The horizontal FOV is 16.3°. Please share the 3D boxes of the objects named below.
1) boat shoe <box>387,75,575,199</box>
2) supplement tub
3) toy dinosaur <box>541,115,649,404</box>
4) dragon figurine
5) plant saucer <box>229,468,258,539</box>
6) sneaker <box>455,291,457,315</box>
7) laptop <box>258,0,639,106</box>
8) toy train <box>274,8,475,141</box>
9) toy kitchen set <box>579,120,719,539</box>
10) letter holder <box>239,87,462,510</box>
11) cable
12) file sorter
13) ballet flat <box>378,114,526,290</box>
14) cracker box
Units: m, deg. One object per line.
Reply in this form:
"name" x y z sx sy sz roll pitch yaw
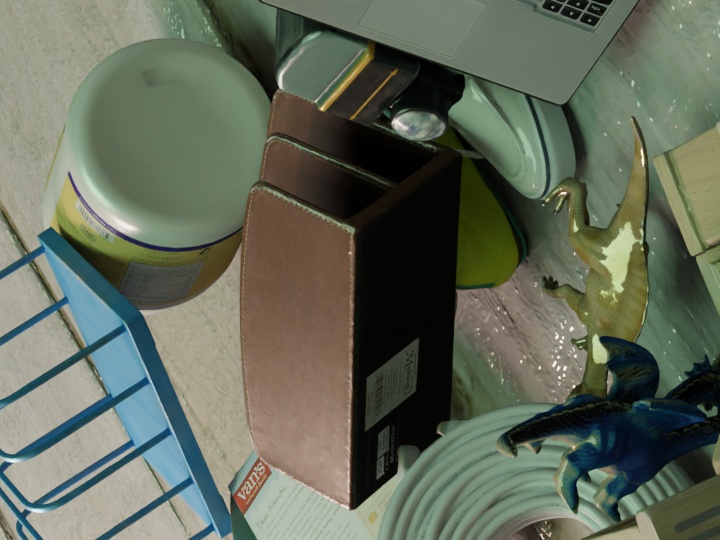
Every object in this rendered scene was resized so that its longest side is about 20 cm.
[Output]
"boat shoe" 0.040 -0.115 1.442 0.203 0.086 0.075 58 150 21
"supplement tub" -0.141 -0.058 1.724 0.146 0.145 0.200 63 160 11
"toy dinosaur" 0.137 -0.008 1.340 0.101 0.058 0.201 -113 29 -58
"dragon figurine" 0.136 0.073 1.294 0.099 0.200 0.059 -46 55 13
"plant saucer" -0.039 0.229 1.766 0.200 0.027 0.201 -22 -90 -78
"sneaker" 0.000 0.000 1.606 0.200 0.073 0.088 52 147 39
"laptop" 0.078 -0.145 1.212 0.200 0.186 0.116 -56 28 35
"toy train" 0.012 -0.165 1.372 0.085 0.113 0.201 -41 39 48
"toy kitchen set" 0.184 0.029 1.186 0.163 0.180 0.201 -29 82 60
"letter holder" -0.028 0.012 1.472 0.142 0.100 0.201 25 132 29
"cable" 0.105 0.172 1.406 0.069 0.198 0.201 60 -148 -66
"file sorter" -0.194 0.104 1.694 0.139 0.122 0.201 40 157 49
"ballet flat" 0.028 -0.074 1.511 0.201 0.067 0.067 61 153 16
"cracker box" 0.006 0.166 1.641 0.134 0.057 0.200 -54 49 26
